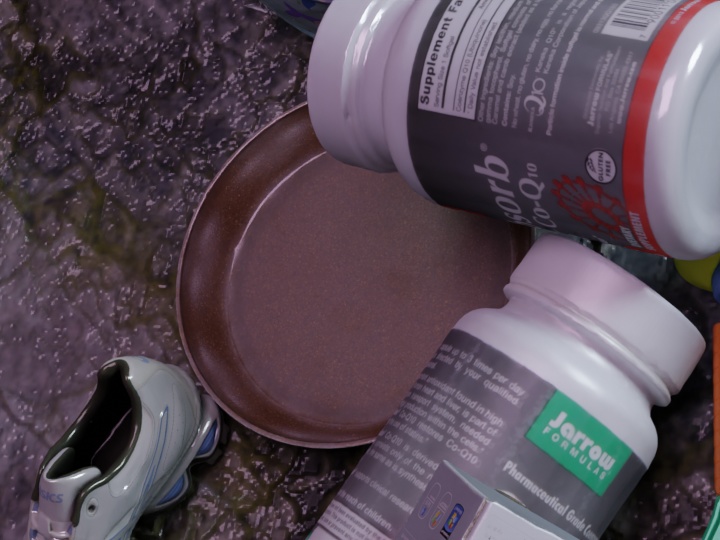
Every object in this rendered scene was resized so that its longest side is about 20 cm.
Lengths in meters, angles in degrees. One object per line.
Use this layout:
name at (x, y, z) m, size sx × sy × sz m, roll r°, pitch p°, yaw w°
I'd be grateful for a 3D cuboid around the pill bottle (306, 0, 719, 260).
pill bottle at (0.082, -0.078, 0.996) m, size 0.199 × 0.116 × 0.117 m, roll 14°, pitch 73°, yaw 34°

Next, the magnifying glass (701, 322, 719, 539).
magnifying glass at (0.173, 0.123, 0.974) m, size 0.079 × 0.022 × 0.202 m, roll -5°, pitch 77°, yaw 26°

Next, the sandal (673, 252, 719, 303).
sandal at (0.248, -0.031, 1.002) m, size 0.200 × 0.079 × 0.087 m, roll -38°, pitch 62°, yaw 13°

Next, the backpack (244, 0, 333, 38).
backpack at (-0.005, -0.212, 1.140) m, size 0.200 × 0.151 × 0.178 m, roll 39°, pitch 84°, yaw 28°

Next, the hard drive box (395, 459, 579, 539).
hard drive box at (0.055, 0.208, 0.907) m, size 0.201 × 0.155 × 0.077 m, roll -59°, pitch 15°, yaw 0°

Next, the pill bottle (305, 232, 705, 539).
pill bottle at (0.066, 0.090, 0.998) m, size 0.113 × 0.113 × 0.201 m, roll 31°, pitch 83°, yaw 31°

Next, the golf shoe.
golf shoe at (-0.149, 0.131, 1.084) m, size 0.078 × 0.097 × 0.201 m, roll 20°, pitch 78°, yaw 27°

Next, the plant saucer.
plant saucer at (0.000, 0.000, 1.115) m, size 0.199 × 0.032 × 0.202 m, roll -10°, pitch 64°, yaw 20°
